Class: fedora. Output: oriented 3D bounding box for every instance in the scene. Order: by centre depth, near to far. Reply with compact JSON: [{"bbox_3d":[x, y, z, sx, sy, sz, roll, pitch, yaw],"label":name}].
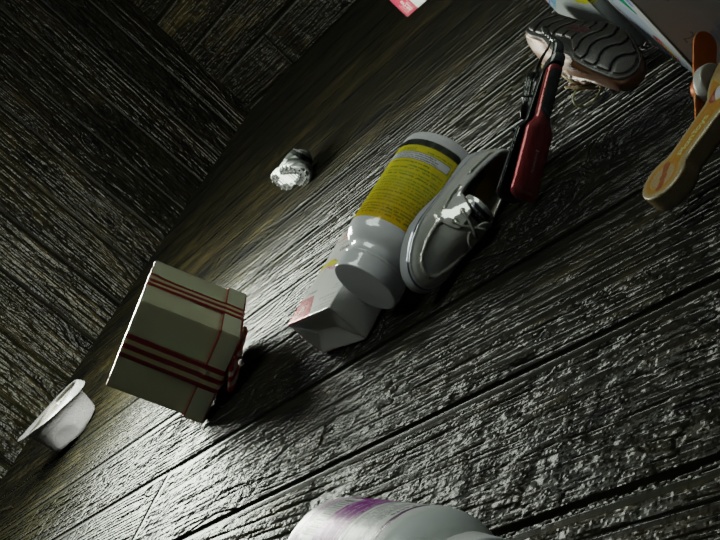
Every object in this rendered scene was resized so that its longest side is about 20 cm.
[{"bbox_3d":[-0.693,0.351,2.262,0.176,0.090,0.201,-32,18,42],"label":"fedora"}]

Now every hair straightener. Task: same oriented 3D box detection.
[{"bbox_3d":[0.184,-0.172,1.080,0.077,0.040,0.203,178,103,-70],"label":"hair straightener"}]

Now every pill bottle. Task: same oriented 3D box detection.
[{"bbox_3d":[0.031,0.211,0.641,0.113,0.112,0.199,-57,18,-23],"label":"pill bottle"},{"bbox_3d":[0.054,-0.058,1.163,0.201,0.112,0.112,-56,18,-23],"label":"pill bottle"}]

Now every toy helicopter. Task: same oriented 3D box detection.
[{"bbox_3d":[0.290,-0.136,0.786,0.201,0.079,0.132,-54,16,0],"label":"toy helicopter"}]

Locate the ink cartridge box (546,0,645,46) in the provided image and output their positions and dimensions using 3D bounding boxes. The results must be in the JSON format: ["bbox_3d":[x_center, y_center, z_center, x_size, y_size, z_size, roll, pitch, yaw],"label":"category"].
[{"bbox_3d":[0.276,-0.376,1.127,0.146,0.200,0.145,-47,14,4],"label":"ink cartridge box"}]

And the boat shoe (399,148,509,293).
[{"bbox_3d":[0.116,-0.060,1.092,0.201,0.071,0.070,-53,19,-24],"label":"boat shoe"}]

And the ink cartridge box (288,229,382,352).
[{"bbox_3d":[0.000,0.000,1.255,0.116,0.067,0.201,-25,30,56],"label":"ink cartridge box"}]

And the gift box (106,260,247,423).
[{"bbox_3d":[-0.279,0.121,1.534,0.185,0.185,0.201,-92,25,-64],"label":"gift box"}]

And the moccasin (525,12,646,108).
[{"bbox_3d":[0.255,-0.235,1.099,0.073,0.078,0.201,-36,30,-10],"label":"moccasin"}]

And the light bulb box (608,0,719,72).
[{"bbox_3d":[0.292,-0.314,0.950,0.125,0.198,0.200,-46,16,18],"label":"light bulb box"}]

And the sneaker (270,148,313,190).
[{"bbox_3d":[-0.137,-0.232,2.123,0.091,0.066,0.200,-56,15,-13],"label":"sneaker"}]

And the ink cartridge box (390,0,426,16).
[{"bbox_3d":[0.171,-0.745,2.404,0.199,0.083,0.146,-29,26,51],"label":"ink cartridge box"}]
